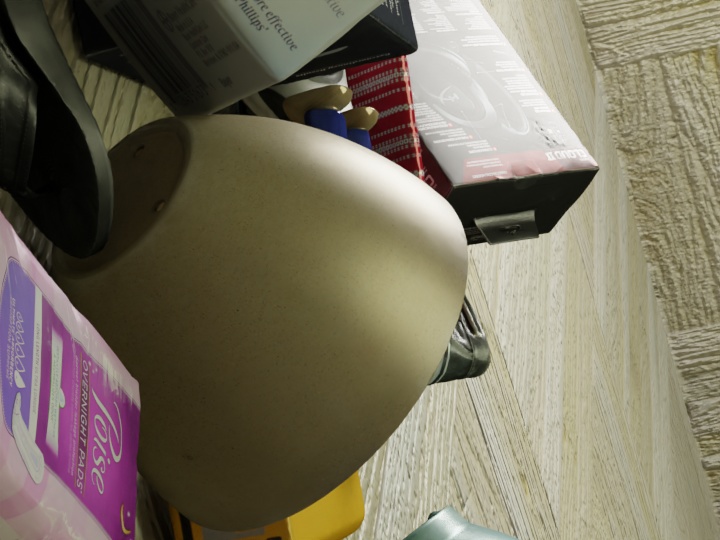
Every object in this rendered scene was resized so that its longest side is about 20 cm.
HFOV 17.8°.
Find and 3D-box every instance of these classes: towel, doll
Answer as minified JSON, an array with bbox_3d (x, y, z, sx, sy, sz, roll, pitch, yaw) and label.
[{"bbox_3d":[-0.001,-0.065,1.531,0.022,0.144,0.201,-5,83,-35],"label":"towel"},{"bbox_3d":[0.000,0.000,1.325,0.136,0.048,0.201,33,45,-61],"label":"doll"}]

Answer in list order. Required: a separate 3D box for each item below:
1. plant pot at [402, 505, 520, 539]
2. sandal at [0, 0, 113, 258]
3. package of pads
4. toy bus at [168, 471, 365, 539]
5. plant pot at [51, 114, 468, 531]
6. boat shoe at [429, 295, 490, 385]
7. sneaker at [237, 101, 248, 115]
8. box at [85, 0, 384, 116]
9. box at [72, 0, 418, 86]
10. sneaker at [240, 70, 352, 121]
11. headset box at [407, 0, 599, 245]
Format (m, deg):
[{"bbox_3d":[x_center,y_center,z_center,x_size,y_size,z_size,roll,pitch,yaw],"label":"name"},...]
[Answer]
[{"bbox_3d":[0.047,0.228,1.385,0.134,0.200,0.200,52,11,7],"label":"plant pot"},{"bbox_3d":[-0.165,-0.091,1.002,0.048,0.075,0.201,-36,119,-35],"label":"sandal"},{"bbox_3d":[-0.152,0.051,0.886,0.200,0.075,0.121,61,25,-53],"label":"package of pads"},{"bbox_3d":[-0.051,0.123,1.245,0.200,0.078,0.065,-2,81,-77],"label":"toy bus"},{"bbox_3d":[-0.068,0.004,1.094,0.134,0.200,0.201,40,33,-31],"label":"plant pot"},{"bbox_3d":[0.029,0.014,1.583,0.071,0.072,0.200,10,35,-31],"label":"boat shoe"},{"bbox_3d":[-0.048,-0.067,1.481,0.090,0.078,0.201,13,58,-62],"label":"sneaker"},{"bbox_3d":[-0.019,-0.175,1.083,0.105,0.200,0.184,52,-15,-9],"label":"box"},{"bbox_3d":[-0.065,-0.170,1.294,0.200,0.147,0.105,14,64,-77],"label":"box"},{"bbox_3d":[-0.046,-0.160,1.425,0.074,0.079,0.201,1,62,-49],"label":"sneaker"},{"bbox_3d":[0.059,-0.100,1.605,0.148,0.077,0.200,-10,58,-42],"label":"headset box"}]
